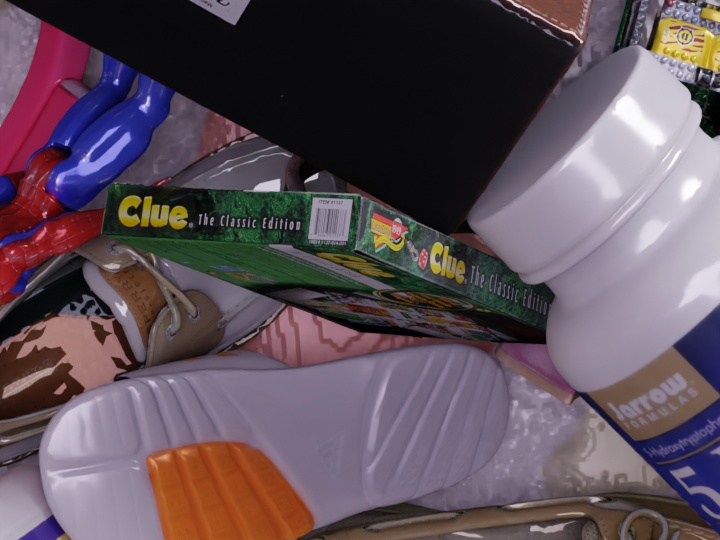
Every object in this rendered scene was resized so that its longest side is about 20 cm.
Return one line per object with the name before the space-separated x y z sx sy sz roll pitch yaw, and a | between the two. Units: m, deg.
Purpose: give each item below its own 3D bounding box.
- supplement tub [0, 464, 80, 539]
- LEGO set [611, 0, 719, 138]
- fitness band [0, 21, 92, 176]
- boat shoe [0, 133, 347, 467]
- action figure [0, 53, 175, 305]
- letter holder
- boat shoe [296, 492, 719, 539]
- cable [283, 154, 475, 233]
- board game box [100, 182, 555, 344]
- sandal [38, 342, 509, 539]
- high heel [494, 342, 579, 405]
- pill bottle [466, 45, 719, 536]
supplement tub | -0.131 0.193 1.122 0.145 0.145 0.201 -32 91 1
LEGO set | 0.178 -0.094 1.125 0.199 0.116 0.155 25 92 -1
fitness band | -0.175 -0.050 1.119 0.037 0.143 0.201 34 92 37
boat shoe | -0.088 0.014 1.154 0.200 0.068 0.075 -38 89 0
action figure | -0.108 -0.039 1.118 0.200 0.065 0.052 -47 130 -11
letter holder | -0.020 -0.131 1.052 0.199 0.143 0.101 28 128 -9
boat shoe | 0.069 0.124 1.161 0.199 0.063 0.074 6 92 0
cable | 0.049 -0.034 1.122 0.199 0.050 0.097 29 71 12
board game box | 0.000 0.000 1.077 0.104 0.200 0.024 6 82 28
sandal | -0.038 0.069 1.149 0.205 0.059 0.080 -7 101 -30
high heel | 0.157 0.037 1.157 0.199 0.067 0.096 30 103 12
pill bottle | 0.138 0.020 1.055 0.200 0.120 0.120 44 92 -10
